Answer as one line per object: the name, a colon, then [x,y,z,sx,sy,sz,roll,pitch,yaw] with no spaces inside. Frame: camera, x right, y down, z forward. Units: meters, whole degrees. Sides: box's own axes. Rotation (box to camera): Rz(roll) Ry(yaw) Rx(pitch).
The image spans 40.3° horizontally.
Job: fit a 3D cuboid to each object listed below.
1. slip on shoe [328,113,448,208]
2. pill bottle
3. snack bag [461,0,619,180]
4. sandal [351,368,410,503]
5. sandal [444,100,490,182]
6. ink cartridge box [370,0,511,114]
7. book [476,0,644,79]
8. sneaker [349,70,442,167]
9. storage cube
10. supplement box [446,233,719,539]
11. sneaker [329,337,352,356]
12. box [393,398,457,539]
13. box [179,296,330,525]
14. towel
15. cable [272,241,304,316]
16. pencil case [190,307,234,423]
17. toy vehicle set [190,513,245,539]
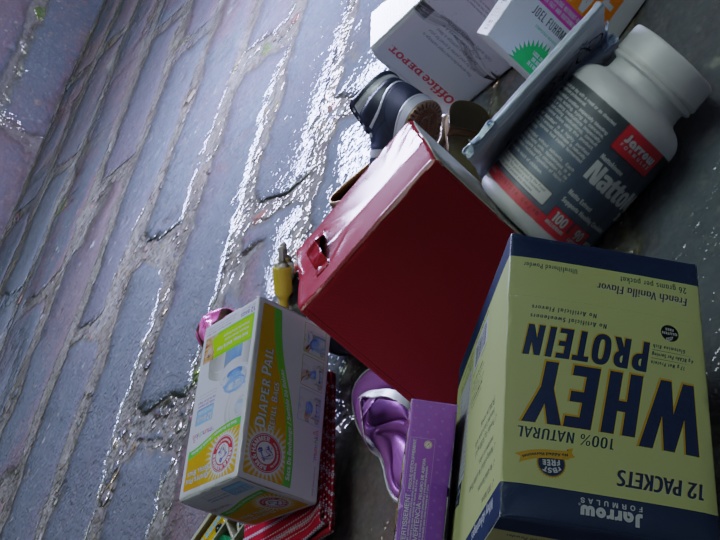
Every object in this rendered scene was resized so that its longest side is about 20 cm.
slip on shoe: [0.043,-0.127,1.214,0.199,0.060,0.077,-38,36,30]
pill bottle: [0.216,-0.116,0.895,0.201,0.119,0.120,-49,31,14]
snack bag: [0.180,-0.159,0.946,0.021,0.200,0.189,44,96,14]
sandal: [0.027,0.153,0.994,0.083,0.050,0.203,-51,31,10]
sandal: [0.113,-0.101,1.107,0.070,0.076,0.214,108,174,-46]
ink cartridge box: [0.127,-0.304,1.169,0.199,0.144,0.085,-36,36,32]
book: [0.225,-0.293,1.029,0.201,0.133,0.048,-56,31,4]
sneaker: [0.028,-0.135,1.155,0.109,0.069,0.202,48,135,37]
storage cube: [0.062,-0.004,0.930,0.180,0.199,0.171,-48,16,12]
supplement box: [0.143,0.122,0.686,0.201,0.132,0.202,100,179,-56]
sneaker: [0.000,0.000,1.140,0.146,0.080,0.203,13,79,54]
box: [0.049,0.195,0.796,0.200,0.038,0.139,84,-166,-69]
box: [-0.108,0.150,1.036,0.112,0.101,0.203,-28,46,42]
towel: [-0.080,0.215,1.067,0.144,0.022,0.202,-36,38,32]
cable: [-0.083,0.069,1.190,0.049,0.097,0.204,8,92,18]
pencil case: [-0.177,0.137,1.262,0.091,0.093,0.201,-42,33,24]
toy vehicle set: [-0.120,0.278,1.117,0.201,0.026,0.124,-55,31,6]
